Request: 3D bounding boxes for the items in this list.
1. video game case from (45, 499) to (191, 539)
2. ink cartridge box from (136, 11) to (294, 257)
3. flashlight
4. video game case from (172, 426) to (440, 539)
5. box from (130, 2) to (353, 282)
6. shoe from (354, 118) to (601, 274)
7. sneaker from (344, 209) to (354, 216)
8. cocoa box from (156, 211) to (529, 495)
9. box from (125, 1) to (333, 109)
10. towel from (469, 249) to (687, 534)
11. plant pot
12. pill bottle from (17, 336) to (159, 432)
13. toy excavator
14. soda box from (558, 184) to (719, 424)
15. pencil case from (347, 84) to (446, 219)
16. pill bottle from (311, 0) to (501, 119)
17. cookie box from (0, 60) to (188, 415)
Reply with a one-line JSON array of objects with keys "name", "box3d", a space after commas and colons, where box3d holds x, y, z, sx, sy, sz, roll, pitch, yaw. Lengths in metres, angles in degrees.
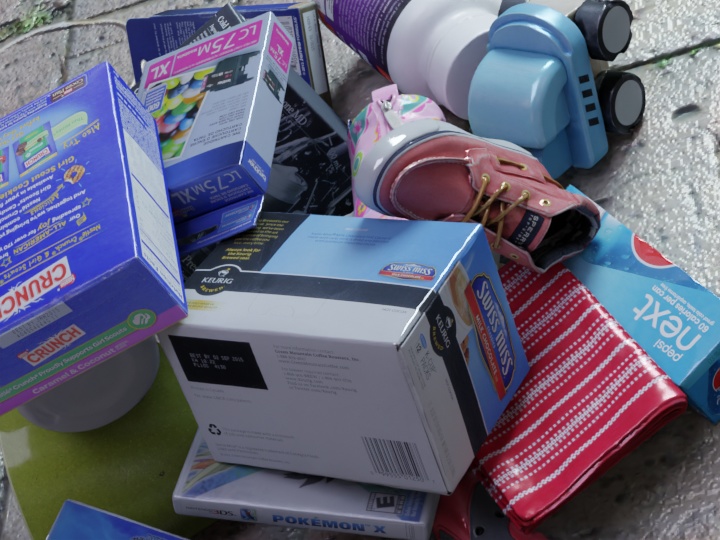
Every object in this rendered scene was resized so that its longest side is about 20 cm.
[{"name": "video game case", "box3d": [-0.097, 0.237, 1.490, 0.200, 0.181, 0.045, 12, 69, 41]}, {"name": "ink cartridge box", "box3d": [-0.117, -0.094, 1.527, 0.119, 0.042, 0.200, -19, 43, 26]}, {"name": "flashlight", "box3d": [0.120, 0.190, 1.451, 0.200, 0.068, 0.068, 23, 101, 40]}, {"name": "video game case", "box3d": [-0.021, 0.105, 1.513, 0.182, 0.022, 0.200, 5, 43, 12]}, {"name": "box", "box3d": [-0.102, -0.077, 1.694, 0.182, 0.200, 0.104, -41, 44, 6]}, {"name": "shoe", "box3d": [0.086, -0.049, 1.454, 0.091, 0.200, 0.072, 37, 110, 31]}, {"name": "sneaker", "box3d": [0.000, 0.000, 1.655, 0.200, 0.075, 0.082, -45, 43, 1]}, {"name": "cocoa box", "box3d": [-0.011, 0.050, 1.428, 0.200, 0.133, 0.131, 4, 40, 33]}, {"name": "box", "box3d": [-0.114, -0.168, 1.833, 0.200, 0.121, 0.032, 2, 19, 36]}, {"name": "towel", "box3d": [0.119, 0.076, 1.457, 0.145, 0.022, 0.200, -38, 46, -1]}, {"name": "plant pot", "box3d": [-0.152, 0.129, 1.622, 0.200, 0.187, 0.187, -19, 50, 6]}, {"name": "pill bottle", "box3d": [-0.229, 0.016, 1.561, 0.112, 0.112, 0.200, -39, 45, 7]}, {"name": "toy excavator", "box3d": [0.122, -0.094, 1.603, 0.100, 0.195, 0.200, 15, 42, 41]}, {"name": "soda box", "box3d": [0.199, 0.021, 1.505, 0.068, 0.064, 0.200, -47, 46, 0]}, {"name": "pencil case", "box3d": [0.032, -0.052, 1.567, 0.087, 0.087, 0.200, -27, 36, 19]}, {"name": "pill bottle", "box3d": [0.052, -0.204, 1.732, 0.111, 0.111, 0.200, -46, 45, 1]}, {"name": "cookie box", "box3d": [-0.216, -0.021, 1.449, 0.171, 0.075, 0.200, -27, 45, 14]}]
